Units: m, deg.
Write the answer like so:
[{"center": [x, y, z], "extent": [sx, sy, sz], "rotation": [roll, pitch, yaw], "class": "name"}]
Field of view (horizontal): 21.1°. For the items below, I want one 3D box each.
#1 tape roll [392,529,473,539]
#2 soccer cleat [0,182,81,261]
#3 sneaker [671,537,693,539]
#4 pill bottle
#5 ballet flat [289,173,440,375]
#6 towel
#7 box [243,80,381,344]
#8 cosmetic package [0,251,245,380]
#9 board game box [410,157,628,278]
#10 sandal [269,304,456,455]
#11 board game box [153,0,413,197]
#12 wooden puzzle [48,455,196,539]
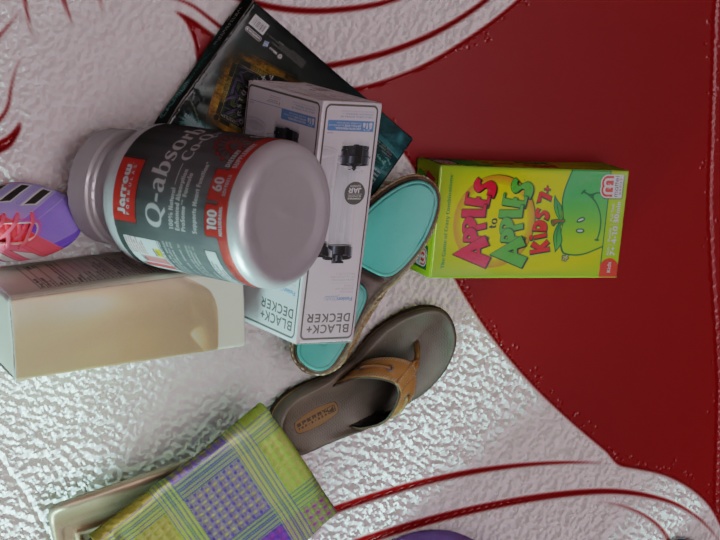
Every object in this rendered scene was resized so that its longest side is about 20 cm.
[{"center": [0.069, 0.350, 1.817], "extent": [0.198, 0.066, 0.202], "rotation": [-6, 104, -24], "class": "tape roll"}, {"center": [-0.311, -0.040, 1.532], "extent": [0.198, 0.076, 0.067], "rotation": [8, 99, -27], "class": "soccer cleat"}, {"center": [0.300, 0.363, 1.903], "extent": [0.080, 0.115, 0.200], "rotation": [40, 84, -27], "class": "sneaker"}, {"center": [-0.132, -0.055, 1.534], "extent": [0.115, 0.199, 0.117], "rotation": [-15, 110, -50], "class": "pill bottle"}, {"center": [0.000, 0.000, 1.699], "extent": [0.070, 0.065, 0.201], "rotation": [36, 91, -6], "class": "ballet flat"}, {"center": [-0.129, 0.222, 1.663], "extent": [0.199, 0.023, 0.144], "rotation": [-38, 119, -12], "class": "towel"}, {"center": [-0.049, -0.049, 1.598], "extent": [0.060, 0.116, 0.202], "rotation": [-2, 105, -37], "class": "box"}, {"center": [-0.203, 0.031, 1.587], "extent": [0.198, 0.105, 0.072], "rotation": [-8, 106, -22], "class": "cosmetic package"}, {"center": [0.145, -0.047, 1.767], "extent": [0.198, 0.048, 0.103], "rotation": [0, 103, -26], "class": "board game box"}, {"center": [0.007, 0.105, 1.733], "extent": [0.199, 0.055, 0.082], "rotation": [-28, 113, -17], "class": "sandal"}, {"center": [-0.064, -0.118, 1.659], "extent": [0.200, 0.028, 0.136], "rotation": [39, 85, -28], "class": "board game box"}, {"center": [-0.172, 0.258, 1.693], "extent": [0.184, 0.046, 0.202], "rotation": [-17, 114, -21], "class": "wooden puzzle"}]
